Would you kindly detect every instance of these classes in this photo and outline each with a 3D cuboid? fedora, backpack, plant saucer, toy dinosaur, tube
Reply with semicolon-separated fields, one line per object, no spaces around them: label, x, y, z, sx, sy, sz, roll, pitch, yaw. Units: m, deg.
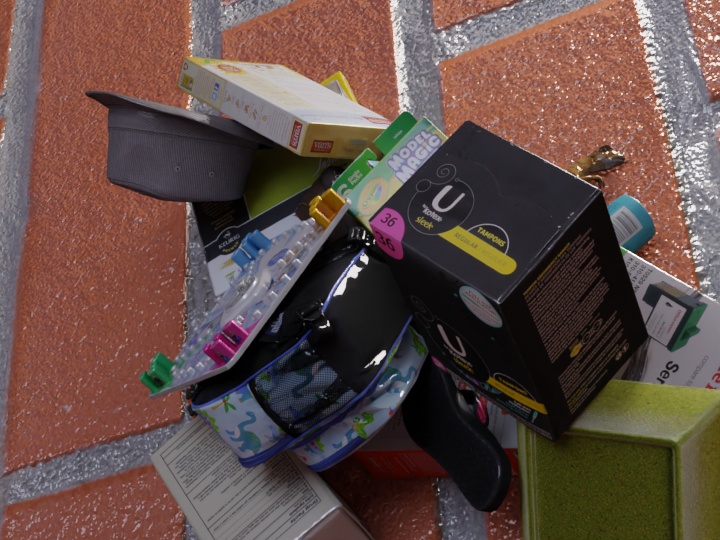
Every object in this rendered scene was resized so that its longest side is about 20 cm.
fedora;-0.188;-0.116;1.600;0.176;0.198;0.091;10;89;64
backpack;-0.045;0.091;1.428;0.199;0.147;0.183;-33;15;31
plant saucer;0.211;0.194;1.322;0.198;0.048;0.203;4;104;33
toy dinosaur;0.177;-0.078;1.575;0.198;0.061;0.107;-9;63;-28
tube;0.194;0.004;1.507;0.199;0.051;0.077;-36;48;-17

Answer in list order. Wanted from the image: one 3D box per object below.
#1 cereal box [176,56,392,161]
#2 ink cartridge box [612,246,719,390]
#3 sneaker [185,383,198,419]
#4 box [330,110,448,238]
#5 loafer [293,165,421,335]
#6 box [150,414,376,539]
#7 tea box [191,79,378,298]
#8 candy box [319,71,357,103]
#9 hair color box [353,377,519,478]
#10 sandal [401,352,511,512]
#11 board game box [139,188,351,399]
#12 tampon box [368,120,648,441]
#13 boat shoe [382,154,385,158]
cereal box;-0.069;-0.161;1.577;0.199;0.143;0.040;32;112;39
ink cartridge box;0.244;0.079;1.394;0.199;0.085;0.146;31;70;23
sneaker;-0.094;0.083;1.617;0.200;0.078;0.076;-42;64;18
box;0.073;-0.050;1.458;0.117;0.048;0.200;-46;74;-4
loafer;0.000;0.000;1.531;0.071;0.073;0.202;-30;80;22
box;-0.091;0.224;1.521;0.128;0.109;0.200;-40;48;-2
tea box;-0.059;-0.056;1.677;0.198;0.134;0.198;-27;50;11
candy box;-0.088;-0.141;1.824;0.199;0.026;0.103;-32;45;8
hair color box;0.098;0.134;1.503;0.198;0.064;0.112;-5;56;29
sandal;0.091;0.144;1.419;0.200;0.045;0.076;54;129;49
board game box;-0.110;0.022;1.456;0.201;0.026;0.199;-55;15;-27
tampon box;0.122;0.010;1.281;0.126;0.201;0.149;-46;50;-16
boat shoe;0.090;-0.047;1.509;0.071;0.091;0.200;-41;47;-14
